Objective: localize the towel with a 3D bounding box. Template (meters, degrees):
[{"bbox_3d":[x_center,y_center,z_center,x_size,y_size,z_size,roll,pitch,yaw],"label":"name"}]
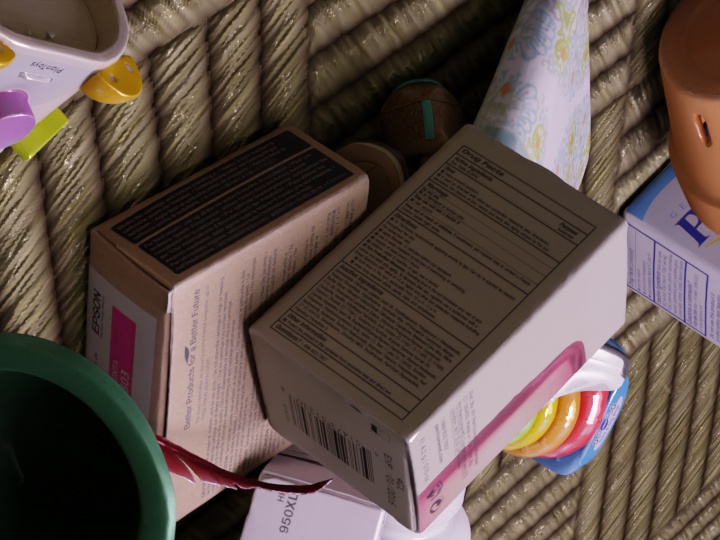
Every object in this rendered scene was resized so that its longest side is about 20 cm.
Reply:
[{"bbox_3d":[0.113,-0.081,1.555,0.200,0.048,0.171,82,22,-52],"label":"towel"}]

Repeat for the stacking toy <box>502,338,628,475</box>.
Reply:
[{"bbox_3d":[0.098,0.089,1.708,0.200,0.110,0.116,-1,121,-54],"label":"stacking toy"}]

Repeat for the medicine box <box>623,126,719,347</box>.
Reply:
[{"bbox_3d":[0.340,-0.025,1.861,0.182,0.200,0.103,-44,152,-21],"label":"medicine box"}]

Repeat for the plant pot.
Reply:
[{"bbox_3d":[0.308,-0.136,1.727,0.200,0.200,0.140,-49,135,-12],"label":"plant pot"}]

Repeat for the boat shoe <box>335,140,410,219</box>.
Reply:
[{"bbox_3d":[0.000,0.000,1.502,0.065,0.072,0.200,-41,144,-51],"label":"boat shoe"}]

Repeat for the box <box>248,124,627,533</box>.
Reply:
[{"bbox_3d":[0.050,0.033,1.391,0.200,0.128,0.109,-43,150,-24],"label":"box"}]

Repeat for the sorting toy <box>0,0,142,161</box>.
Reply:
[{"bbox_3d":[-0.214,-0.070,1.091,0.180,0.107,0.200,-44,156,20],"label":"sorting toy"}]

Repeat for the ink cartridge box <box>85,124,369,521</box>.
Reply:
[{"bbox_3d":[-0.083,0.035,1.399,0.165,0.075,0.200,-30,143,-37],"label":"ink cartridge box"}]

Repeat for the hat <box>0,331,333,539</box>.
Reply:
[{"bbox_3d":[-0.152,0.096,1.322,0.165,0.200,0.176,-21,-167,22],"label":"hat"}]

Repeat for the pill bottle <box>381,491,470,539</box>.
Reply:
[{"bbox_3d":[0.018,0.215,1.706,0.113,0.113,0.200,-26,140,-43],"label":"pill bottle"}]

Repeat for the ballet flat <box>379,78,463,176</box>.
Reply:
[{"bbox_3d":[0.048,-0.034,1.523,0.068,0.072,0.200,-8,139,-4],"label":"ballet flat"}]

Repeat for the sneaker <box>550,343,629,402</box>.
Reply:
[{"bbox_3d":[0.087,0.096,1.614,0.200,0.076,0.116,6,85,-16],"label":"sneaker"}]

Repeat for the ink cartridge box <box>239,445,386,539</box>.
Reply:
[{"bbox_3d":[-0.036,0.195,1.518,0.200,0.084,0.145,-36,141,-85],"label":"ink cartridge box"}]
